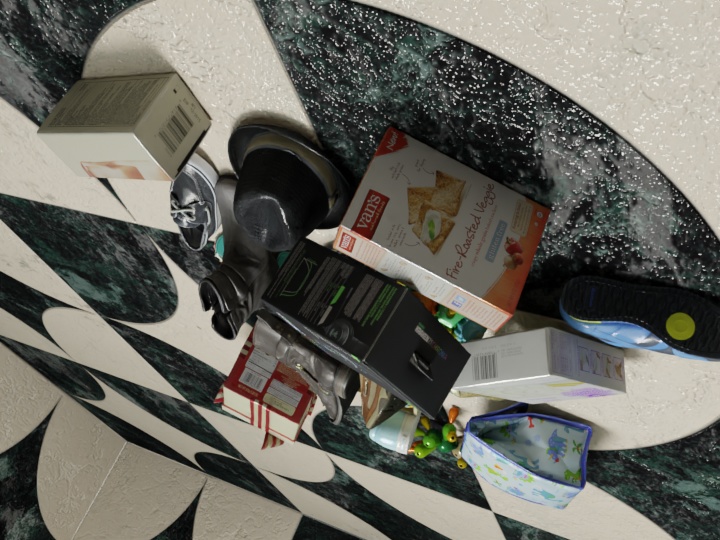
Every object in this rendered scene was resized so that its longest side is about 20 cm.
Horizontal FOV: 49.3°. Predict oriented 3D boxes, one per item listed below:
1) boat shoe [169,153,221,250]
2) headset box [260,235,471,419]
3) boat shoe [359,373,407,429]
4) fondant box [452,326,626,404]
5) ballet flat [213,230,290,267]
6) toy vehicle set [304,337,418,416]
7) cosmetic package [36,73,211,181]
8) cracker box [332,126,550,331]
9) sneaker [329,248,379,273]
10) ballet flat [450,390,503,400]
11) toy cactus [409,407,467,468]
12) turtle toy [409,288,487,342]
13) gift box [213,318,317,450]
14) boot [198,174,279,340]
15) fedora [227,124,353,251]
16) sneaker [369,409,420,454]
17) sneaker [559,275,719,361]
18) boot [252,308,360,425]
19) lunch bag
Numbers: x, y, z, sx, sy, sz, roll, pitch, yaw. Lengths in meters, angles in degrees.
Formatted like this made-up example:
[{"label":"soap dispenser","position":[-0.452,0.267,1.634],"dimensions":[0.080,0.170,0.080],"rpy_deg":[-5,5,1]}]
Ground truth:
[{"label":"boat shoe","position":[-0.243,-0.095,1.125],"dimensions":[0.070,0.069,0.201],"rpy_deg":[23,154,6]},{"label":"headset box","position":[0.012,0.068,0.910],"dimensions":[0.198,0.094,0.174],"rpy_deg":[26,167,41]},{"label":"boat shoe","position":[0.035,0.153,1.096],"dimensions":[0.074,0.075,0.201],"rpy_deg":[52,151,21]},{"label":"fondant box","position":[0.224,0.123,0.980],"dimensions":[0.142,0.060,0.198],"rpy_deg":[-15,158,41]},{"label":"ballet flat","position":[-0.131,-0.009,1.198],"dimensions":[0.197,0.077,0.064],"rpy_deg":[30,-174,5]},{"label":"toy vehicle set","position":[0.002,0.154,1.206],"dimensions":[0.196,0.027,0.125],"rpy_deg":[20,152,16]},{"label":"cosmetic package","position":[-0.298,-0.179,0.988],"dimensions":[0.196,0.105,0.088],"rpy_deg":[9,149,36]},{"label":"cracker box","position":[0.086,-0.044,0.826],"dimensions":[0.197,0.136,0.058],"rpy_deg":[26,155,0]},{"label":"sneaker","position":[0.000,0.000,1.080],"dimensions":[0.084,0.079,0.199],"rpy_deg":[26,164,-22]},{"label":"ballet flat","position":[0.186,0.144,1.095],"dimensions":[0.069,0.073,0.198],"rpy_deg":[6,179,36]},{"label":"toy cactus","position":[0.171,0.321,1.491],"dimensions":[0.197,0.105,0.163],"rpy_deg":[-7,158,45]},{"label":"turtle toy","position":[0.105,0.061,1.038],"dimensions":[0.143,0.103,0.201],"rpy_deg":[27,154,-1]},{"label":"gift box","position":[-0.171,0.219,1.490],"dimensions":[0.182,0.202,0.187],"rpy_deg":[30,156,5]},{"label":"boot","position":[-0.176,-0.017,1.077],"dimensions":[0.068,0.132,0.204],"rpy_deg":[-2,119,34]},{"label":"fedora","position":[-0.103,-0.086,0.977],"dimensions":[0.197,0.093,0.202],"rpy_deg":[22,154,12]},{"label":"sneaker","position":[0.062,0.221,1.296],"dimensions":[0.080,0.200,0.076],"rpy_deg":[15,111,8]},{"label":"sneaker","position":[0.321,0.058,0.880],"dimensions":[0.196,0.067,0.079],"rpy_deg":[15,164,25]},{"label":"boot","position":[-0.084,0.138,1.172],"dimensions":[0.171,0.070,0.202],"rpy_deg":[28,150,12]},{"label":"lunch bag","position":[0.265,0.301,1.297],"dimensions":[0.195,0.130,0.171],"rpy_deg":[11,152,10]}]
